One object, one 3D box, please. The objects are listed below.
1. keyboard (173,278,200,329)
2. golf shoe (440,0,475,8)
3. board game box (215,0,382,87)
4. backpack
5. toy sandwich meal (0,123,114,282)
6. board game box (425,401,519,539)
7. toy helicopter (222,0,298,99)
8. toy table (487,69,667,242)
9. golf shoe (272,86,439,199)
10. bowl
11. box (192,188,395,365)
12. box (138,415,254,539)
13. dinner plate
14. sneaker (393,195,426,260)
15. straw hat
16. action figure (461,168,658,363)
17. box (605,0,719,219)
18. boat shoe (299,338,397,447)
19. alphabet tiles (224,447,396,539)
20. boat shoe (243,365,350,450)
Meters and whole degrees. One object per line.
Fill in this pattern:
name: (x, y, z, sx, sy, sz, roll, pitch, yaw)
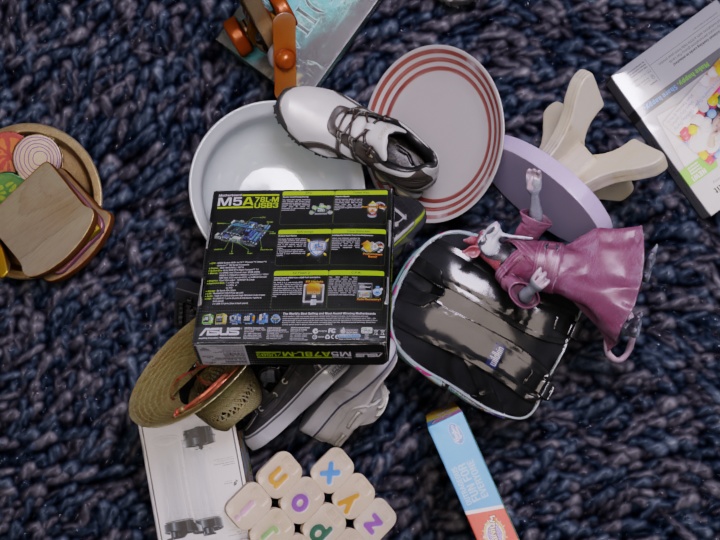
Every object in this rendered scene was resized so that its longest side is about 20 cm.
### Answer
keyboard: (-0.118, 0.050, 1.340, 0.198, 0.021, 0.128, 15, 129, 3)
golf shoe: (0.083, -0.404, 1.352, 0.077, 0.094, 0.202, -24, 87, 0)
board game box: (-0.061, -0.315, 1.393, 0.135, 0.028, 0.201, 35, 89, 5)
backpack: (0.127, 0.053, 1.300, 0.198, 0.151, 0.179, 27, 87, -6)
toy sandwich meal: (-0.395, -0.078, 1.372, 0.202, 0.070, 0.208, 0, 87, 2)
board game box: (0.119, 0.225, 1.266, 0.040, 0.200, 0.154, -24, 85, 1)
toy helicopter: (-0.111, -0.274, 1.278, 0.078, 0.200, 0.133, -29, 67, 1)
toy table: (0.236, -0.121, 1.304, 0.117, 0.184, 0.200, -41, 53, -10)
golf shoe: (0.002, -0.154, 1.275, 0.198, 0.094, 0.078, 25, 76, -8)
bowl: (-0.099, -0.087, 1.340, 0.198, 0.090, 0.204, 1, 84, -10)
box: (-0.065, 0.004, 1.204, 0.197, 0.048, 0.195, -1, 54, 5)
box: (-0.184, 0.246, 1.348, 0.115, 0.060, 0.203, -12, 86, 2)
dinner plate: (0.085, -0.155, 1.336, 0.198, 0.024, 0.203, 1, 92, 38)
sneaker: (0.000, 0.000, 1.291, 0.200, 0.081, 0.074, -44, 49, -6)
straw hat: (-0.153, 0.127, 1.269, 0.201, 0.201, 0.085, -40, 115, 0)
action figure: (0.203, -0.006, 1.215, 0.198, 0.149, 0.135, 13, 62, 15)
box: (0.407, -0.186, 1.358, 0.155, 0.041, 0.201, -35, 87, 0)
boat shoe: (-0.001, 0.140, 1.296, 0.065, 0.072, 0.200, 31, 133, -9)
alphabet tiles: (-0.059, 0.308, 1.326, 0.196, 0.015, 0.200, -44, 101, -19)
boat shoe: (-0.087, 0.133, 1.302, 0.066, 0.200, 0.070, 47, 48, 1)
